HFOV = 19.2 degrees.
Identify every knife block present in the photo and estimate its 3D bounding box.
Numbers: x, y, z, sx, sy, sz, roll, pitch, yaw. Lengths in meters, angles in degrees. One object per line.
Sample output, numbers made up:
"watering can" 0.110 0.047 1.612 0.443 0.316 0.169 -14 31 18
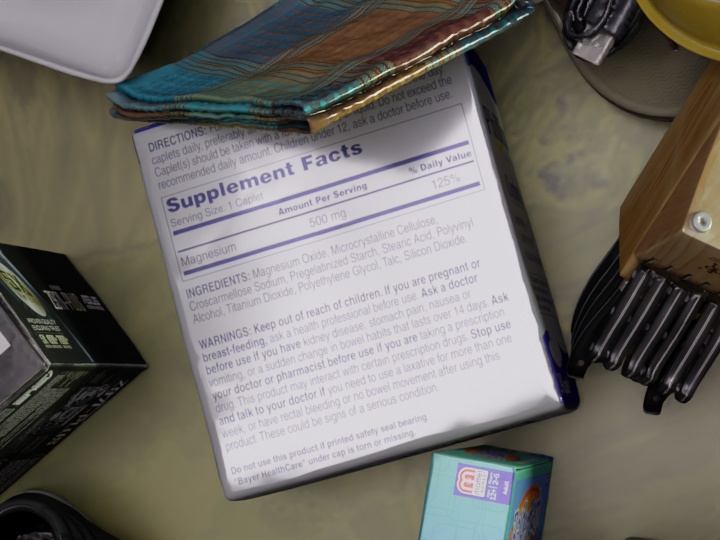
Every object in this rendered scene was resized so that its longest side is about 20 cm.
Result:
"knife block" 0.171 -0.032 1.069 0.064 0.176 0.201 24 75 -9

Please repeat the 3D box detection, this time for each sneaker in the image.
"sneaker" -0.127 0.185 1.134 0.199 0.099 0.071 31 92 11

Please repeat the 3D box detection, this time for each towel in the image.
"towel" -0.025 -0.109 1.068 0.146 0.200 0.022 -31 111 -27

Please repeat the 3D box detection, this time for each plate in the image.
"plate" -0.178 -0.200 1.172 0.198 0.032 0.201 16 66 14

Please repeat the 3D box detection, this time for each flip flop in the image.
"flip flop" 0.127 -0.166 1.121 0.081 0.058 0.201 -29 81 9

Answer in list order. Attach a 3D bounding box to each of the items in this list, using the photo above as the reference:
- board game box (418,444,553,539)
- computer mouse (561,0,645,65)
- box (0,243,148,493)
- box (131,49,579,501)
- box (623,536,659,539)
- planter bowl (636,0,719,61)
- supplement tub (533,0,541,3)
"board game box" 0.053 0.191 1.069 0.045 0.152 0.201 9 88 13
"computer mouse" 0.213 -0.126 1.073 0.199 0.053 0.139 31 87 -7
"box" -0.233 0.081 1.130 0.200 0.164 0.086 -41 80 8
"box" 0.000 0.000 1.115 0.183 0.105 0.201 -16 84 11
"box" 0.161 0.203 1.020 0.108 0.200 0.129 8 88 12
"planter bowl" 0.193 -0.202 0.982 0.199 0.083 0.202 -16 60 28
"supplement tub" 0.022 -0.228 1.061 0.199 0.140 0.141 26 92 12
